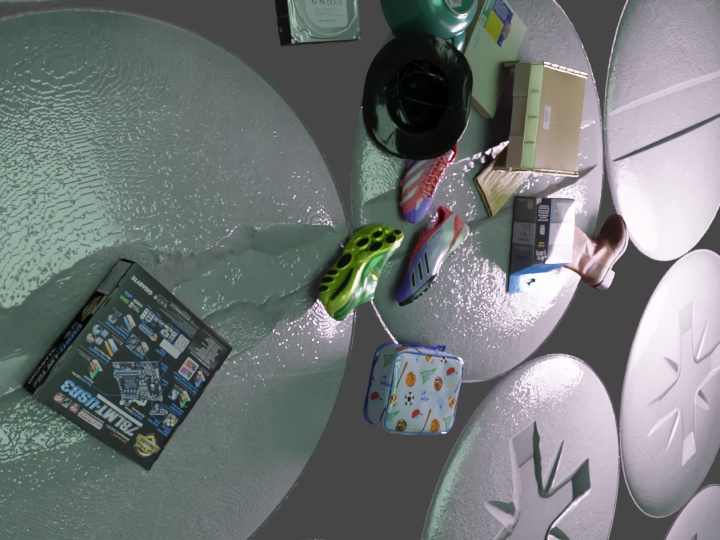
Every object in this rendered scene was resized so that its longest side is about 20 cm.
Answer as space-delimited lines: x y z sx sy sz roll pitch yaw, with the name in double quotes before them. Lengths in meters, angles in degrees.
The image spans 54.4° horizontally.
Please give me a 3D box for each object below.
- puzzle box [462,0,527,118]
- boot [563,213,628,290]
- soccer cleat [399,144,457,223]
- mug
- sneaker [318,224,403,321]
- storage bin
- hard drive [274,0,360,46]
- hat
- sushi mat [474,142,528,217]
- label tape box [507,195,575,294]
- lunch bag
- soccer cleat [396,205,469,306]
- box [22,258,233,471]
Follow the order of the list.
"puzzle box" 0.239 -0.409 1.312 0.132 0.025 0.204 32 76 -40
"boot" 0.520 -0.074 1.607 0.198 0.068 0.192 26 87 -33
"soccer cleat" 0.125 -0.179 1.216 0.066 0.076 0.204 24 81 -40
"mug" 0.132 -0.447 1.152 0.184 0.113 0.155 33 75 -39
"sneaker" 0.000 0.000 1.152 0.200 0.073 0.085 -48 149 -29
"storage bin" 0.345 -0.288 1.355 0.196 0.093 0.205 -4 101 -43
"hard drive" -0.067 -0.441 1.031 0.138 0.037 0.205 -17 107 -39
"hat" 0.093 -0.291 1.159 0.195 0.081 0.205 1 115 2
"sushi mat" 0.300 -0.204 1.407 0.200 0.012 0.097 -46 122 -27
"label tape box" 0.383 -0.051 1.472 0.142 0.063 0.205 -4 99 -40
"lunch bag" 0.101 0.210 1.262 0.197 0.075 0.164 12 87 -41
"soccer cleat" 0.115 -0.025 1.251 0.073 0.068 0.201 43 71 -11
"box" -0.293 0.125 0.916 0.200 0.049 0.200 48 67 -36
